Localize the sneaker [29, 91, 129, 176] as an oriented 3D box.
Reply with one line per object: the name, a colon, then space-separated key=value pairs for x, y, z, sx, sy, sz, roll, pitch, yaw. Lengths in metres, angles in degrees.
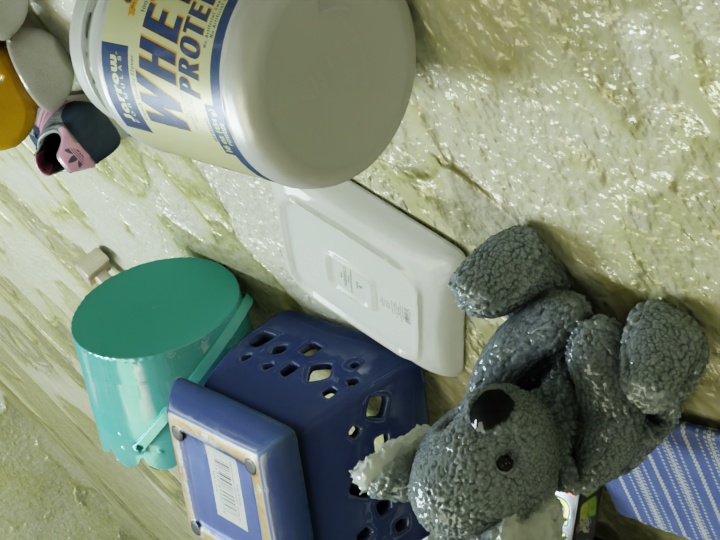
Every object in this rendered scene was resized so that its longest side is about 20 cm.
sneaker: x=-0.302 y=-0.129 z=1.230 sx=0.070 sy=0.082 sz=0.200 roll=51 pitch=155 yaw=-21

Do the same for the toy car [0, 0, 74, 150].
toy car: x=-0.373 y=-0.213 z=1.146 sx=0.150 sy=0.174 sz=0.200 roll=-108 pitch=-7 yaw=-49

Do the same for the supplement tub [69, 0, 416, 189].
supplement tub: x=-0.080 y=-0.138 z=0.786 sx=0.200 sy=0.145 sz=0.145 roll=18 pitch=147 yaw=44

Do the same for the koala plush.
koala plush: x=0.107 y=0.113 z=0.831 sx=0.177 sy=0.200 sz=0.184 roll=29 pitch=148 yaw=28

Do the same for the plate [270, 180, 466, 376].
plate: x=0.000 y=0.000 z=1.039 sx=0.200 sy=0.032 sz=0.200 roll=33 pitch=154 yaw=21

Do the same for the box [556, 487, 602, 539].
box: x=0.143 y=0.238 z=1.068 sx=0.110 sy=0.035 sz=0.201 roll=21 pitch=110 yaw=42

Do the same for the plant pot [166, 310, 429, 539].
plant pot: x=-0.062 y=0.174 z=1.172 sx=0.200 sy=0.179 sz=0.201 roll=18 pitch=123 yaw=45

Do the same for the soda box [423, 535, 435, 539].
soda box: x=0.065 y=0.251 z=1.324 sx=0.068 sy=0.064 sz=0.200 roll=33 pitch=155 yaw=21

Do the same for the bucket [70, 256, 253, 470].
bucket: x=-0.196 y=0.089 z=1.286 sx=0.207 sy=0.207 sz=0.135 roll=22 pitch=136 yaw=39

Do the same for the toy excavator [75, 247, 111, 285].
toy excavator: x=-0.258 y=0.065 z=1.495 sx=0.195 sy=0.100 sz=0.200 roll=53 pitch=163 yaw=-19

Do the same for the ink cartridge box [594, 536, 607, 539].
ink cartridge box: x=0.189 y=0.318 z=1.133 sx=0.200 sy=0.084 sz=0.145 roll=4 pitch=94 yaw=56

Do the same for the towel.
towel: x=0.253 y=0.157 z=0.927 sx=0.200 sy=0.024 sz=0.145 roll=10 pitch=139 yaw=48
